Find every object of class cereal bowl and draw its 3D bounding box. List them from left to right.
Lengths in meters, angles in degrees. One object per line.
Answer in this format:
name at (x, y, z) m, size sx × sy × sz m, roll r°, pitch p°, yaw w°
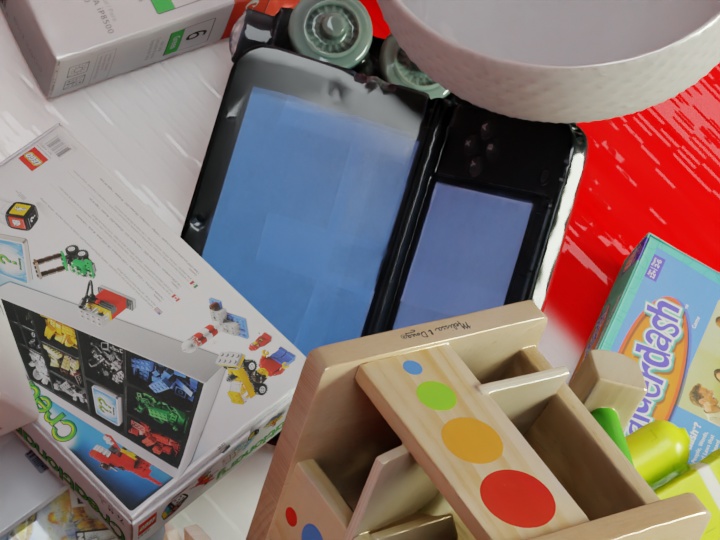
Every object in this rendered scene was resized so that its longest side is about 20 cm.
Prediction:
cereal bowl at (0.104, -0.147, 1.222) m, size 0.200 × 0.083 × 0.200 m, roll -4°, pitch 53°, yaw 5°

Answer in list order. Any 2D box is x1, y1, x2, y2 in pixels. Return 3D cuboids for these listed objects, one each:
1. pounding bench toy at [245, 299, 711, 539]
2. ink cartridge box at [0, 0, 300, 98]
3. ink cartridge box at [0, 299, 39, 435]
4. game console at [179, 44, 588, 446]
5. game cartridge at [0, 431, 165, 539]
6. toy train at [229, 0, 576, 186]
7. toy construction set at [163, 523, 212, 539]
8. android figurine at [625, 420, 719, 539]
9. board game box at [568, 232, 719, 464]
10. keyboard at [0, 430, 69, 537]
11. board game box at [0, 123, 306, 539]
pounding bench toy at (0.082, 0.112, 1.085) m, size 0.200 × 0.124 × 0.156 m, roll -12°, pitch 47°, yaw -34°
ink cartridge box at (-0.104, -0.180, 1.352) m, size 0.200 × 0.050 × 0.109 m, roll -22°, pitch 74°, yaw -22°
ink cartridge box at (-0.266, 0.059, 1.112) m, size 0.200 × 0.145 × 0.084 m, roll -25°, pitch 73°, yaw 3°
game console at (0.000, 0.000, 1.230) m, size 0.119 × 0.172 × 0.200 m, roll 17°, pitch 89°, yaw -34°
game cartridge at (-0.167, 0.118, 1.215) m, size 0.133 × 0.042 × 0.200 m, roll -3°, pitch 68°, yaw -21°
toy train at (0.017, -0.075, 1.327) m, size 0.200 × 0.085 × 0.114 m, roll 18°, pitch 76°, yaw -9°
toy construction set at (-0.014, 0.168, 1.173) m, size 0.200 × 0.131 × 0.092 m, roll 2°, pitch 85°, yaw -21°
android figurine at (0.178, 0.165, 1.247) m, size 0.200 × 0.041 × 0.182 m, roll -31°, pitch 89°, yaw -5°
board game box at (0.209, 0.092, 1.320) m, size 0.200 × 0.045 × 0.152 m, roll 29°, pitch 64°, yaw -2°
keyboard at (-0.159, 0.085, 1.206) m, size 0.200 × 0.011 × 0.056 m, roll -36°, pitch 79°, yaw -25°
board game box at (-0.132, 0.029, 1.212) m, size 0.126 × 0.035 × 0.200 m, roll -38°, pitch 69°, yaw -25°
